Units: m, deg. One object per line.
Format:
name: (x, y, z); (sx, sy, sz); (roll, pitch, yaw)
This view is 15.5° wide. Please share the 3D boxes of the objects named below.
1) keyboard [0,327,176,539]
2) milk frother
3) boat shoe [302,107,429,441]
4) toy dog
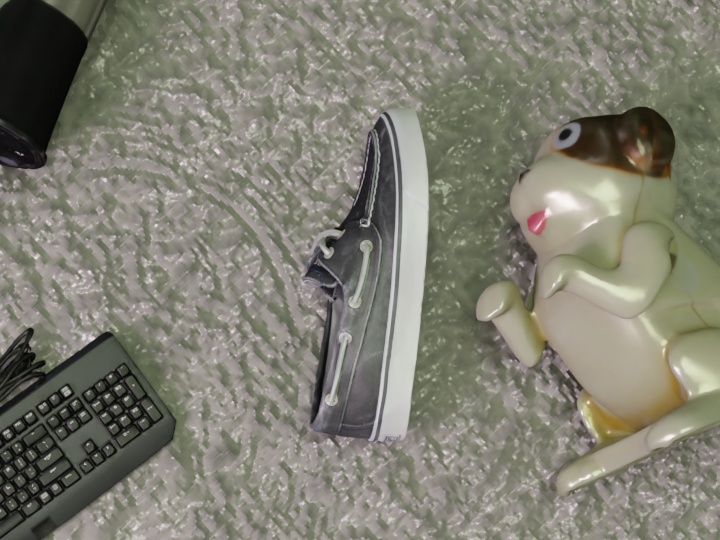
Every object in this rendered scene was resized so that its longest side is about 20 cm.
keyboard: (-0.211, 0.110, 1.532); (0.200, 0.040, 0.104); (-37, 88, -14)
milk frother: (-0.208, -0.180, 1.495); (0.180, 0.200, 0.188); (27, 76, -25)
boat shoe: (0.000, 0.000, 1.572); (0.068, 0.072, 0.200); (5, 86, -9)
toy dog: (0.164, 0.003, 1.560); (0.194, 0.140, 0.200); (-22, 84, -25)
